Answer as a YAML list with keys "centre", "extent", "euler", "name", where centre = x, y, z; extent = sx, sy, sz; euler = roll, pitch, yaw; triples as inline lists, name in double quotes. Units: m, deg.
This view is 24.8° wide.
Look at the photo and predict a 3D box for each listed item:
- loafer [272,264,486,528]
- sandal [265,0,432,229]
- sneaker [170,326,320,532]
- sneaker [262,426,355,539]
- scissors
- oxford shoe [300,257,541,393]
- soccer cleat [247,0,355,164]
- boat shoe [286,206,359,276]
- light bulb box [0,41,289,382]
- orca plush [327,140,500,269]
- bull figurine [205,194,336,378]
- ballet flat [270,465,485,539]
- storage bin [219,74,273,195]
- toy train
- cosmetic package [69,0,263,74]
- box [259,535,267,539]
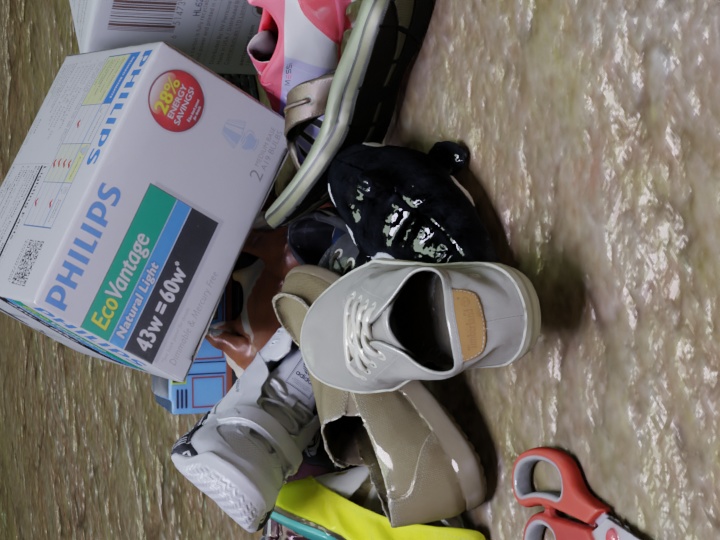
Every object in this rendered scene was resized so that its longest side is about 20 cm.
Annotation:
- centre: [-0.002, 0.076, 1.006]
  extent: [0.200, 0.067, 0.076]
  euler: [48, 157, 33]
  name: "loafer"
- centre: [-0.014, -0.115, 1.073]
  extent: [0.057, 0.080, 0.202]
  euler: [35, 119, 18]
  name: "sandal"
- centre: [-0.059, 0.095, 1.064]
  extent: [0.115, 0.075, 0.200]
  euler: [-49, 5, 0]
  name: "sneaker"
- centre: [-0.020, 0.178, 1.143]
  extent: [0.115, 0.075, 0.203]
  euler: [-25, 71, 59]
  name: "sneaker"
- centre: [0.123, 0.127, 0.835]
  extent: [0.200, 0.014, 0.074]
  euler: [162, 108, -70]
  name: "scissors"
- centre: [0.017, 0.031, 0.898]
  extent: [0.199, 0.057, 0.076]
  euler: [-10, 90, 56]
  name: "oxford shoe"
- centre: [-0.043, -0.133, 1.140]
  extent: [0.201, 0.076, 0.067]
  euler: [92, 163, -49]
  name: "soccer cleat"
- centre: [0.000, 0.000, 1.082]
  extent: [0.200, 0.065, 0.071]
  euler: [-131, 44, -60]
  name: "boat shoe"
- centre: [-0.170, -0.043, 1.163]
  extent: [0.199, 0.124, 0.200]
  euler: [8, 71, 61]
  name: "light bulb box"
- centre: [0.019, -0.025, 0.974]
  extent: [0.105, 0.071, 0.201]
  euler: [-46, 41, 22]
  name: "orca plush"
- centre: [-0.071, 0.033, 1.228]
  extent: [0.065, 0.120, 0.202]
  euler: [-80, 4, -70]
  name: "bull figurine"
- centre: [0.012, 0.161, 1.044]
  extent: [0.199, 0.067, 0.068]
  euler: [20, 79, 54]
  name: "ballet flat"
- centre: [-0.149, -0.113, 1.437]
  extent: [0.135, 0.093, 0.202]
  euler: [122, 141, -55]
  name: "storage bin"
- centre: [-0.112, 0.021, 1.313]
  extent: [0.087, 0.113, 0.203]
  euler: [-165, 74, -68]
  name: "toy train"
- centre: [-0.148, -0.288, 1.320]
  extent: [0.168, 0.164, 0.202]
  euler: [114, 147, -48]
  name: "cosmetic package"
- centre: [-0.058, 0.323, 1.280]
  extent: [0.158, 0.049, 0.202]
  euler: [125, 139, -57]
  name: "box"
